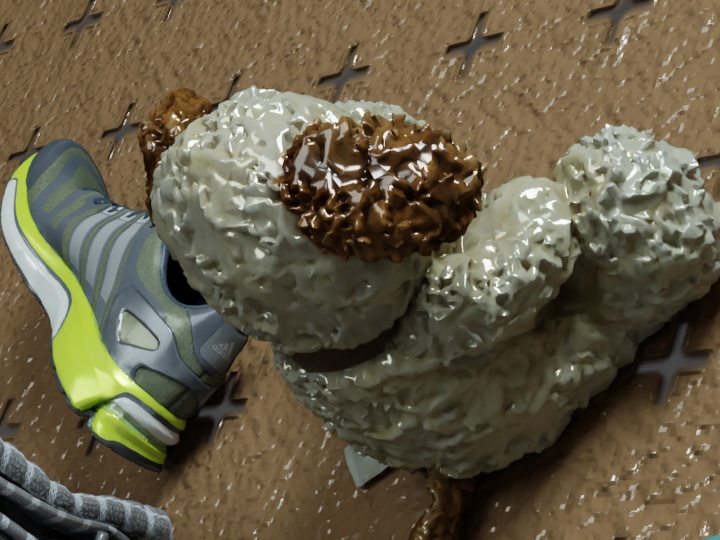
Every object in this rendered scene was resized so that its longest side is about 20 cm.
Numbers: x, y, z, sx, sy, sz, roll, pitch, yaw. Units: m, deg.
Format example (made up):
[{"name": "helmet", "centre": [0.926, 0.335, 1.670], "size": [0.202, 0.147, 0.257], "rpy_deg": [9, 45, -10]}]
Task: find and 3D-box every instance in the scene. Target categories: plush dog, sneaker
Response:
[{"name": "plush dog", "centre": [0.000, 0.000, 0.858], "size": [0.199, 0.171, 0.161], "rpy_deg": [4, 64, 52]}, {"name": "sneaker", "centre": [-0.098, 0.001, 1.086], "size": [0.081, 0.074, 0.200], "rpy_deg": [-40, 43, 9]}]

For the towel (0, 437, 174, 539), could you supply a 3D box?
[{"name": "towel", "centre": [-0.189, 0.101, 1.013], "size": [0.199, 0.166, 0.086], "rpy_deg": [-6, 49, 48]}]

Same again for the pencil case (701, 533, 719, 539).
[{"name": "pencil case", "centre": [0.139, 0.106, 0.670], "size": [0.199, 0.085, 0.093], "rpy_deg": [-23, 28, 39]}]
